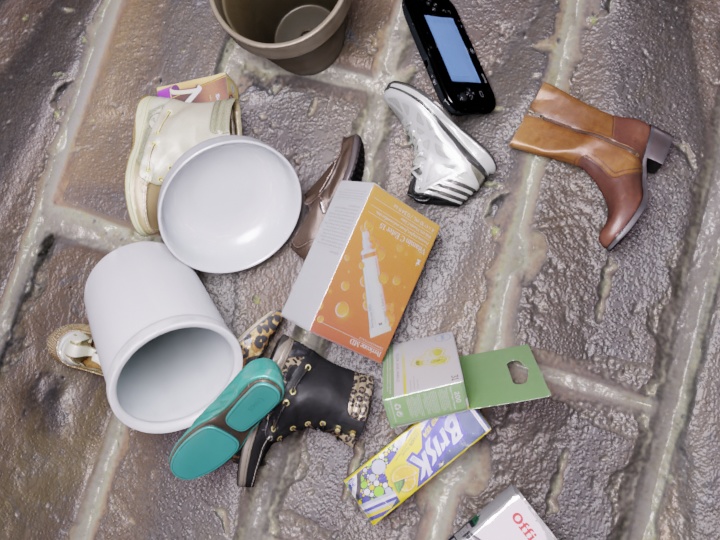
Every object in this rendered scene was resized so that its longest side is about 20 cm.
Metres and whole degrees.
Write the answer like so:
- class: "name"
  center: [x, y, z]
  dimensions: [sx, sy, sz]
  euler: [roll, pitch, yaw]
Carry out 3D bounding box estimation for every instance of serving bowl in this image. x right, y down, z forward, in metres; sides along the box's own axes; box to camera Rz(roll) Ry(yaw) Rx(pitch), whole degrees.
- class: "serving bowl"
  center: [-0.182, -0.097, 0.883]
  dimensions: [0.199, 0.201, 0.066]
  euler: [-38, 44, 1]

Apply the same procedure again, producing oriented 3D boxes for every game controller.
- class: "game controller"
  center: [0.127, -0.312, 0.924]
  dimensions: [0.103, 0.042, 0.204]
  euler: [-13, 76, -30]

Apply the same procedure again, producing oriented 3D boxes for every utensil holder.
- class: "utensil holder"
  center: [-0.265, 0.080, 0.853]
  dimensions: [0.170, 0.170, 0.200]
  euler: [-42, 46, 1]

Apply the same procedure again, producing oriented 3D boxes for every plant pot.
- class: "plant pot"
  center: [-0.096, -0.373, 0.924]
  dimensions: [0.195, 0.174, 0.205]
  euler: [-1, 81, 8]

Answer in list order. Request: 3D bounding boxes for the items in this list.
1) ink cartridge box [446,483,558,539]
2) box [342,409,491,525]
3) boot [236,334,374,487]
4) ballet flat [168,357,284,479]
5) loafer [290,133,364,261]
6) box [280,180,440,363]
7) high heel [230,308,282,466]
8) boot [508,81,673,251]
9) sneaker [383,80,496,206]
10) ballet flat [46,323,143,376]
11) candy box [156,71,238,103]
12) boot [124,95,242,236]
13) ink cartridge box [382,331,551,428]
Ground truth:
- class: "ink cartridge box"
  center: [0.168, 0.393, 0.808]
  dimensions: [0.199, 0.084, 0.147]
  euler: [-40, 78, 1]
- class: "box"
  center: [0.077, 0.242, 0.857]
  dimensions: [0.199, 0.064, 0.070]
  euler: [-40, 77, 2]
- class: "boot"
  center: [-0.074, 0.204, 0.862]
  dimensions: [0.148, 0.073, 0.204]
  euler: [20, 76, -9]
- class: "ballet flat"
  center: [-0.162, 0.181, 0.804]
  dimensions: [0.067, 0.071, 0.200]
  euler: [39, 110, -20]
- class: "loafer"
  center: [-0.050, -0.105, 0.926]
  dimensions: [0.070, 0.073, 0.204]
  euler: [20, 85, 11]
- class: "box"
  center: [0.000, 0.000, 0.863]
  dimensions: [0.123, 0.097, 0.203]
  euler: [26, 85, -30]
- class: "high heel"
  center: [-0.139, 0.167, 0.912]
  dimensions: [0.142, 0.071, 0.201]
  euler: [40, 86, 1]
- class: "boot"
  center: [0.298, -0.145, 0.878]
  dimensions: [0.197, 0.068, 0.191]
  euler: [25, 86, 13]
- class: "sneaker"
  center: [0.085, -0.170, 0.913]
  dimensions: [0.200, 0.076, 0.116]
  euler: [43, 88, 10]
- class: "ballet flat"
  center: [-0.389, 0.121, 0.952]
  dimensions: [0.196, 0.065, 0.072]
  euler: [10, 84, 11]
- class: "candy box"
  center: [-0.238, -0.186, 0.979]
  dimensions: [0.114, 0.056, 0.205]
  euler: [-9, 82, 8]
- class: "boot"
  center: [-0.245, -0.148, 0.913]
  dimensions: [0.151, 0.072, 0.205]
  euler: [2, 82, 7]
- class: "ink cartridge box"
  center: [0.127, 0.127, 0.825]
  dimensions: [0.196, 0.146, 0.049]
  euler: [-15, 108, 8]
